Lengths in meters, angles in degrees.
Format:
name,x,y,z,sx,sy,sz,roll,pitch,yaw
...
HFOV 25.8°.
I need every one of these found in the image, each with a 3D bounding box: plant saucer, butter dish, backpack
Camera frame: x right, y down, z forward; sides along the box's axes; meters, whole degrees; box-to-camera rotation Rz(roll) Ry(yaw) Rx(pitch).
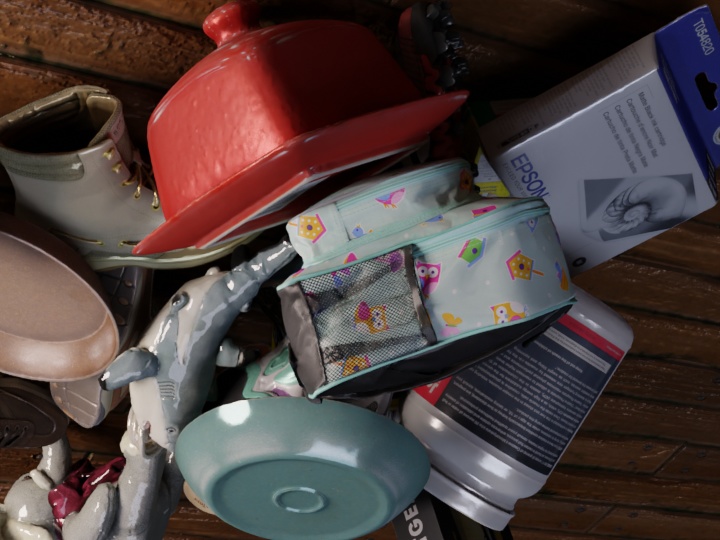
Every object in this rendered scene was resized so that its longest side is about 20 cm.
name,x,y,z,sx,sy,sz,roll,pitch,yaw
plant saucer,-0.272,0.014,1.190,0.199,0.035,0.201,12,145,8
plant saucer,-0.045,0.163,1.206,0.198,0.036,0.201,3,145,2
butter dish,-0.063,-0.116,1.088,0.199,0.149,0.199,-29,176,43
backpack,0.048,0.002,1.110,0.198,0.155,0.176,-11,178,7

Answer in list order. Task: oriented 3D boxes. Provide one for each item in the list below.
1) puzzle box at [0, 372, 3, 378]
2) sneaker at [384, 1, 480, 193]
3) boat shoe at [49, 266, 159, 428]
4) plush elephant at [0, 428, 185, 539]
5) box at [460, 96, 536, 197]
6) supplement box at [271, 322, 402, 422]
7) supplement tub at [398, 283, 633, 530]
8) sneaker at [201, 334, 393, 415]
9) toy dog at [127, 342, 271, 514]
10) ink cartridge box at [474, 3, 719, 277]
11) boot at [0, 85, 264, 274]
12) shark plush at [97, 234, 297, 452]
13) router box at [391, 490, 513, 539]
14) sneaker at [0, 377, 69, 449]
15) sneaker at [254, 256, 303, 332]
name,x,y,z,sx,sy,sz,roll,pitch,yaw
puzzle box,-0.408,0.088,1.290,0.133,0.026,0.200,-34,140,18
sneaker,0.035,-0.109,1.186,0.097,0.071,0.202,3,128,13
boat shoe,-0.202,0.042,1.291,0.072,0.076,0.201,-31,156,-44
plush elephant,-0.249,0.202,1.411,0.154,0.165,0.202,18,100,9
box,0.125,-0.058,1.313,0.116,0.049,0.201,-6,139,-18
supplement box,-0.020,0.128,1.429,0.109,0.109,0.201,-9,141,-13
supplement tub,0.119,0.095,1.292,0.140,0.140,0.201,31,92,-45
sneaker,-0.035,0.111,1.267,0.200,0.078,0.140,-40,130,8
toy dog,-0.108,0.126,1.335,0.096,0.133,0.200,4,153,20
ink cartridge box,0.214,-0.094,1.239,0.199,0.041,0.200,-30,142,10
boot,-0.162,-0.070,1.153,0.198,0.073,0.155,-8,146,-6
shark plush,-0.112,0.047,1.213,0.200,0.083,0.091,-48,180,8
router box,0.098,0.274,1.583,0.052,0.201,0.157,-35,140,21
sneaker,-0.326,0.128,1.289,0.199,0.076,0.070,21,128,-39
sneaker,0.000,0.000,1.304,0.199,0.090,0.079,-12,132,27
